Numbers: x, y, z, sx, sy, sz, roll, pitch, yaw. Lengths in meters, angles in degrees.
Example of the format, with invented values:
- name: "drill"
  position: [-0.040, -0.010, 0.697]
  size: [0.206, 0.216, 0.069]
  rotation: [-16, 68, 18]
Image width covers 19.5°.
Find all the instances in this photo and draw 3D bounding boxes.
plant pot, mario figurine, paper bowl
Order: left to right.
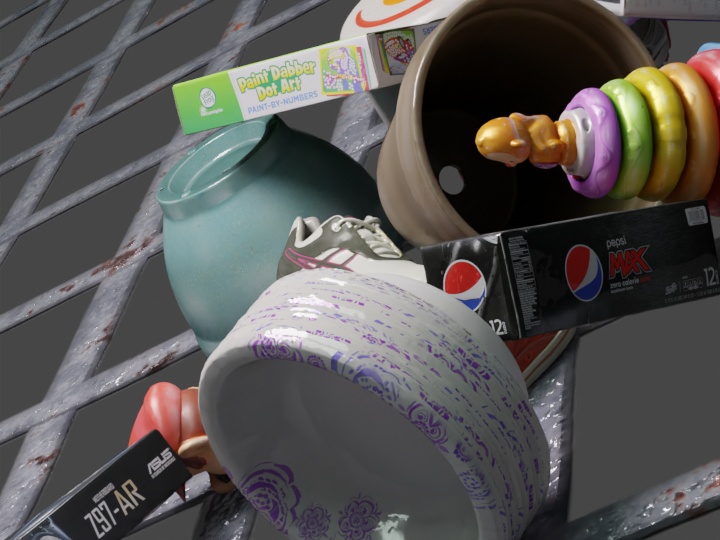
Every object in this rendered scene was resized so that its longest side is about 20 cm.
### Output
- name: "plant pot"
  position: [-0.081, -0.041, 1.687]
  size: [0.200, 0.134, 0.201]
  rotation: [-30, 22, 13]
- name: "mario figurine"
  position: [-0.065, 0.112, 1.459]
  size: [0.199, 0.106, 0.123]
  rotation: [-20, -13, 8]
- name: "paper bowl"
  position: [0.016, 0.083, 1.192]
  size: [0.200, 0.201, 0.104]
  rotation: [-11, 31, 46]
- name: "plant pot"
  position: [0.095, -0.082, 1.480]
  size: [0.200, 0.200, 0.173]
  rotation: [-43, 8, -23]

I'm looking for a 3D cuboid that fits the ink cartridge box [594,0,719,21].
- name: "ink cartridge box"
  position: [0.234, -0.208, 1.556]
  size: [0.199, 0.044, 0.198]
  rotation: [2, 10, -23]

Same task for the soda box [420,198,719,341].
- name: "soda box"
  position: [0.130, 0.001, 1.263]
  size: [0.199, 0.064, 0.071]
  rotation: [-9, -1, -45]

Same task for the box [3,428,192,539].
- name: "box"
  position: [-0.223, 0.198, 1.403]
  size: [0.200, 0.044, 0.160]
  rotation: [-37, 2, 38]

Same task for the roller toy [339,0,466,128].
- name: "roller toy"
  position: [0.080, -0.199, 1.779]
  size: [0.182, 0.140, 0.200]
  rotation: [-41, 22, -17]

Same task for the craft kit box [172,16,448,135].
- name: "craft kit box"
  position: [-0.006, -0.155, 1.600]
  size: [0.199, 0.049, 0.197]
  rotation: [-10, 4, 41]

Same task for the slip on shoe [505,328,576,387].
- name: "slip on shoe"
  position: [0.062, 0.073, 1.340]
  size: [0.074, 0.061, 0.200]
  rotation: [0, 41, 53]

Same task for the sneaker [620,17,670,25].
- name: "sneaker"
  position: [0.250, -0.258, 1.706]
  size: [0.200, 0.088, 0.074]
  rotation: [-40, 0, -14]

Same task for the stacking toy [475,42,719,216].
- name: "stacking toy"
  position: [0.167, -0.084, 1.335]
  size: [0.199, 0.110, 0.116]
  rotation: [-5, 9, -18]

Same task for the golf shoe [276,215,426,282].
- name: "golf shoe"
  position: [0.000, 0.000, 1.520]
  size: [0.077, 0.089, 0.200]
  rotation: [5, -5, -39]

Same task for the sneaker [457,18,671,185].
- name: "sneaker"
  position: [0.152, -0.142, 1.634]
  size: [0.199, 0.082, 0.078]
  rotation: [-32, 21, 5]
